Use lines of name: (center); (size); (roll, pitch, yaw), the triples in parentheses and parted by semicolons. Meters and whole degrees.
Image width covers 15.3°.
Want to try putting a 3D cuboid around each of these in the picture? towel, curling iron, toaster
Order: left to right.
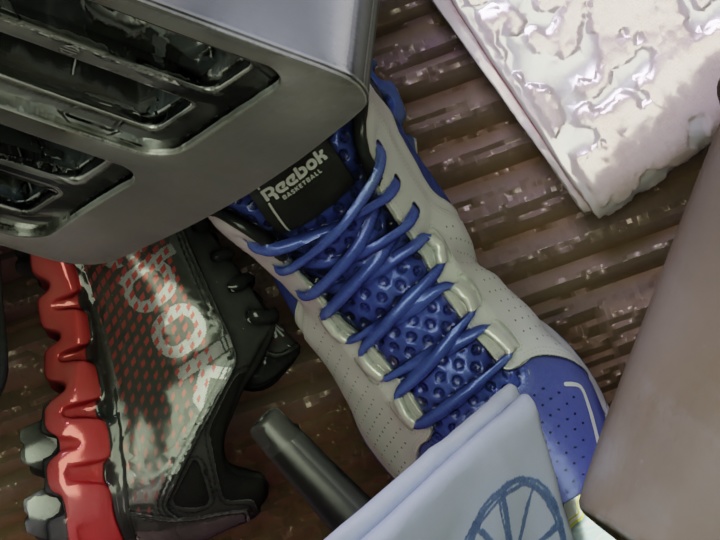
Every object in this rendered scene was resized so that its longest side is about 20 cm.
toaster: (-0.096, -0.096, 0.783); (0.200, 0.181, 0.119); (18, 64, -30)
curling iron: (0.041, 0.115, 0.888); (0.200, 0.026, 0.050); (42, 116, 1)
towel: (0.106, -0.151, 0.928); (0.200, 0.032, 0.191); (-36, 87, 4)

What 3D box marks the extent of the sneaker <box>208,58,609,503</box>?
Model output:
sneaker: (0.000, -0.001, 0.875); (0.080, 0.115, 0.200); (-35, 75, 10)

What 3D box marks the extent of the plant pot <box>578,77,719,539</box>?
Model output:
plant pot: (0.164, 0.037, 0.829); (0.200, 0.200, 0.174); (35, 86, 4)

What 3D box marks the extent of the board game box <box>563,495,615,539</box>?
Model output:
board game box: (0.139, 0.136, 0.919); (0.199, 0.034, 0.135); (6, 89, 4)

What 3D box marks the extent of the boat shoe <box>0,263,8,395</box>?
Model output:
boat shoe: (-0.146, -0.042, 0.882); (0.066, 0.070, 0.201); (-15, 68, 30)

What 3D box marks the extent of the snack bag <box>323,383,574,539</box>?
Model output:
snack bag: (0.026, 0.163, 0.797); (0.021, 0.188, 0.201); (-3, 115, 40)

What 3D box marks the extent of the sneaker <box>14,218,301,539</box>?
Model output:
sneaker: (-0.071, 0.003, 0.920); (0.098, 0.071, 0.201); (-5, 85, -3)
